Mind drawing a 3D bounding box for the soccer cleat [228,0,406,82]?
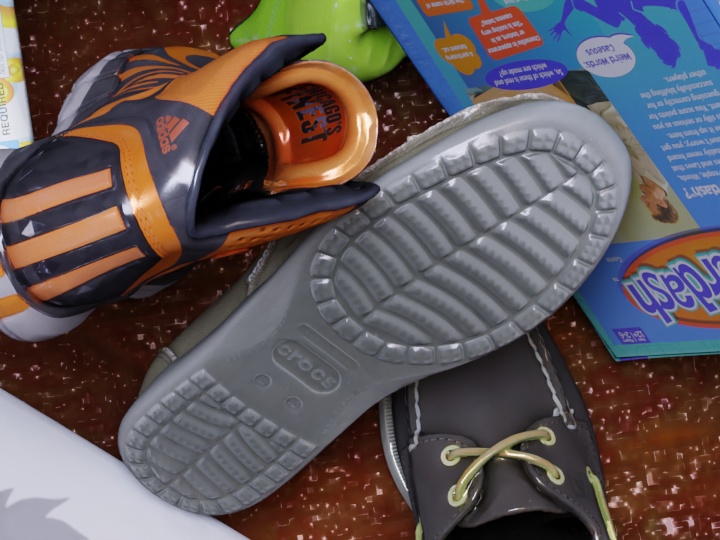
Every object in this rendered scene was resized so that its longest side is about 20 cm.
[{"bbox_3d":[-0.004,-0.163,1.013,0.081,0.067,0.201,5,81,40],"label":"soccer cleat"}]

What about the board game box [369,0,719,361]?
[{"bbox_3d":[0.087,-0.062,0.925,0.045,0.152,0.200,-46,112,-28],"label":"board game box"}]

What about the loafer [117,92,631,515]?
[{"bbox_3d":[0.000,0.000,0.946,0.200,0.070,0.075,-34,117,23],"label":"loafer"}]

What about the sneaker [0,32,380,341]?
[{"bbox_3d":[-0.040,-0.035,0.911,0.112,0.200,0.078,-18,104,19],"label":"sneaker"}]

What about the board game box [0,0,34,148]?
[{"bbox_3d":[-0.208,-0.044,0.962,0.199,0.105,0.103,-8,78,-7],"label":"board game box"}]

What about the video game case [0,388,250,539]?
[{"bbox_3d":[-0.140,0.142,0.966,0.182,0.022,0.200,31,77,3],"label":"video game case"}]

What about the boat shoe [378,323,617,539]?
[{"bbox_3d":[0.053,0.086,0.973,0.071,0.061,0.202,-11,78,-7],"label":"boat shoe"}]
